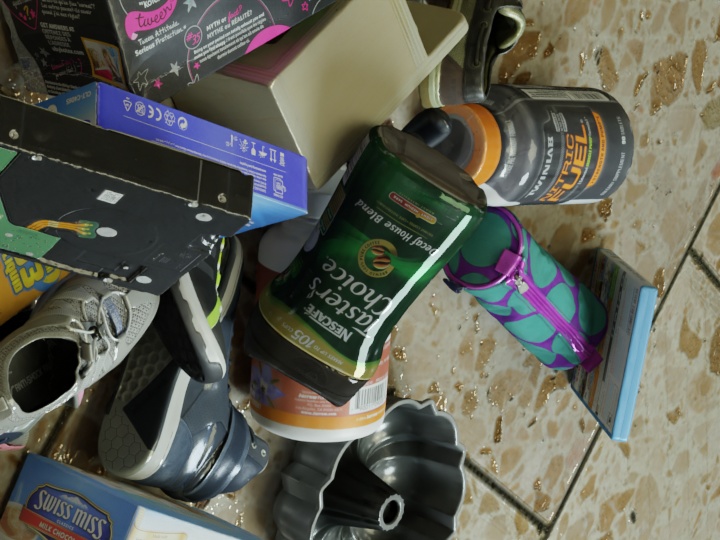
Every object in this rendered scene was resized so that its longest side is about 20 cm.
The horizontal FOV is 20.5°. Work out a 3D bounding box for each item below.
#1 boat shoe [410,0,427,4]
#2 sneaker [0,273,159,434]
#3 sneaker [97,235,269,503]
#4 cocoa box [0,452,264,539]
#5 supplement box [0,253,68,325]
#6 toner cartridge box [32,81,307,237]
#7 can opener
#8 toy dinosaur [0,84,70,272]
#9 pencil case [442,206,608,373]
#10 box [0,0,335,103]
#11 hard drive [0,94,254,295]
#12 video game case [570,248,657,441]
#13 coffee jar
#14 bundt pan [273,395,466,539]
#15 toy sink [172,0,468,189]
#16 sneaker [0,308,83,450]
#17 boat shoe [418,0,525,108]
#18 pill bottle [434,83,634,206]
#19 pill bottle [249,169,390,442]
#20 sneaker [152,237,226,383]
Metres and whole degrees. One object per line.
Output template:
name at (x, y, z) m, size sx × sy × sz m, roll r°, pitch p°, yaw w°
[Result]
boat shoe at (0.000, -0.142, 1.585) m, size 0.200 × 0.073 × 0.067 m, roll -45°, pitch 130°, yaw -30°
sneaker at (-0.194, 0.056, 1.340) m, size 0.200 × 0.082 × 0.075 m, roll -43°, pitch 113°, yaw -41°
sneaker at (-0.117, 0.080, 1.535) m, size 0.146 × 0.077 × 0.203 m, roll 36°, pitch 72°, yaw -53°
cocoa box at (-0.167, 0.235, 1.487) m, size 0.200 × 0.133 × 0.132 m, roll 28°, pitch 83°, yaw -50°
supplement box at (-0.259, -0.005, 1.347) m, size 0.200 × 0.069 × 0.067 m, roll -42°, pitch 134°, yaw -34°
toner cartridge box at (-0.134, -0.069, 1.325) m, size 0.199 × 0.095 × 0.043 m, roll 17°, pitch 65°, yaw -47°
can opener at (0.039, -0.095, 1.582) m, size 0.064 × 0.078 × 0.200 m, roll -54°, pitch -179°, yaw -16°
toy dinosaur at (-0.269, -0.078, 1.305) m, size 0.199 × 0.058 × 0.102 m, roll 28°, pitch 78°, yaw -25°
pencil case at (0.150, 0.019, 1.799) m, size 0.085 × 0.092 × 0.200 m, roll -45°, pitch 140°, yaw 5°
box at (-0.135, -0.207, 1.364) m, size 0.200 × 0.132 × 0.115 m, roll -34°, pitch 124°, yaw -36°
hard drive at (-0.184, -0.047, 1.241) m, size 0.199 × 0.140 × 0.038 m, roll 15°, pitch 61°, yaw -26°
video game case at (0.236, 0.066, 1.866) m, size 0.018 × 0.200 × 0.144 m, roll 8°, pitch 100°, yaw -7°
coffee jar at (0.000, 0.000, 1.467) m, size 0.104 × 0.085 × 0.200 m, roll 30°, pitch 109°, yaw -12°
bundt pan at (0.000, 0.196, 1.708) m, size 0.201 × 0.076 × 0.203 m, roll -21°, pitch 119°, yaw -42°
toy sink at (-0.035, -0.176, 1.491) m, size 0.200 × 0.130 × 0.112 m, roll -47°, pitch 134°, yaw -26°
sneaker at (-0.266, 0.102, 1.374) m, size 0.200 × 0.070 × 0.082 m, roll -32°, pitch 122°, yaw -36°
boat shoe at (0.105, -0.206, 1.651) m, size 0.072 × 0.066 × 0.201 m, roll 84°, pitch 25°, yaw -48°
pill bottle at (0.143, -0.109, 1.736) m, size 0.199 × 0.106 × 0.107 m, roll -4°, pitch 107°, yaw -47°
pill bottle at (-0.029, 0.026, 1.586) m, size 0.112 × 0.112 × 0.201 m, roll -12°, pitch 112°, yaw -46°
sneaker at (-0.118, -0.021, 1.439) m, size 0.082 × 0.072 × 0.201 m, roll -18°, pitch 91°, yaw -24°
